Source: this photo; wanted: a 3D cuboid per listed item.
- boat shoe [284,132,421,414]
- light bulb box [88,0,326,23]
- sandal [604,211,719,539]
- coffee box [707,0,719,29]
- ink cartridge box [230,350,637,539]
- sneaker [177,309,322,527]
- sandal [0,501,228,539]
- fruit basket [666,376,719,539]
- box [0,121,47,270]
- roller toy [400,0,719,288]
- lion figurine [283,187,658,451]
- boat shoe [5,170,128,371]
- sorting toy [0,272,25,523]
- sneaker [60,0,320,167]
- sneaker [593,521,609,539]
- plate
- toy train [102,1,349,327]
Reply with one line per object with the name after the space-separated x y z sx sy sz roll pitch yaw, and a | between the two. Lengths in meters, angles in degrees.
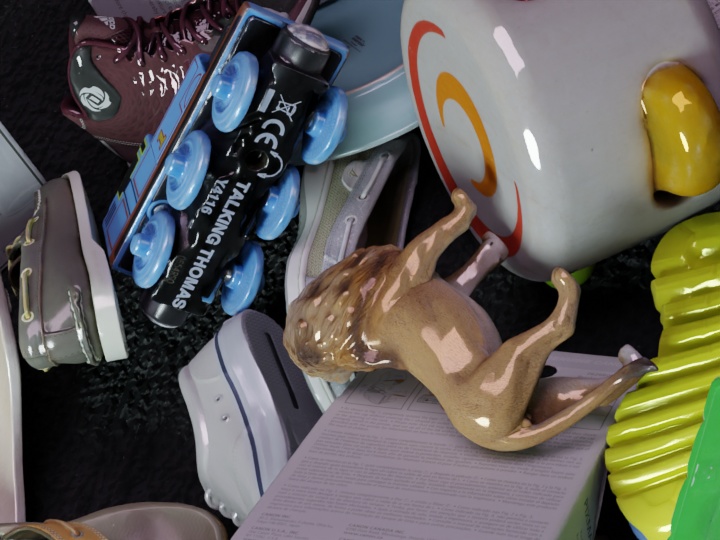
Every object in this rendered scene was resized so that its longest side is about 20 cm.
0.001 0.000 1.110 0.065 0.075 0.202 -12 47 19 | boat shoe
-0.097 -0.256 1.274 0.199 0.125 0.198 -26 41 4 | light bulb box
0.182 0.064 0.967 0.079 0.087 0.200 -9 41 35 | sandal
0.220 -0.136 1.089 0.080 0.114 0.200 -35 51 -4 | coffee box
0.046 0.108 0.971 0.162 0.050 0.200 5 30 26 | ink cartridge box
-0.049 0.119 1.061 0.071 0.073 0.200 -41 49 25 | sneaker
-0.173 0.166 1.054 0.199 0.054 0.081 -1 74 3 | sandal
0.238 0.132 0.861 0.094 0.200 0.186 -32 31 59 | fruit basket
-0.281 -0.069 1.188 0.117 0.200 0.060 -42 52 -11 | box
0.117 -0.099 1.038 0.139 0.200 0.183 -23 79 -12 | roller toy
0.048 0.039 0.968 0.122 0.073 0.200 -44 43 -7 | lion figurine
-0.184 -0.003 1.153 0.060 0.072 0.202 -15 28 -8 | boat shoe
-0.276 0.118 1.129 0.199 0.107 0.180 -20 63 -1 | sorting toy
-0.116 -0.144 1.177 0.200 0.115 0.076 -47 27 27 | sneaker
0.094 0.135 0.977 0.200 0.070 0.076 33 80 36 | sneaker
0.000 -0.137 1.194 0.200 0.026 0.200 -18 34 13 | plate
-0.079 -0.064 1.105 0.200 0.086 0.114 -61 28 21 | toy train
